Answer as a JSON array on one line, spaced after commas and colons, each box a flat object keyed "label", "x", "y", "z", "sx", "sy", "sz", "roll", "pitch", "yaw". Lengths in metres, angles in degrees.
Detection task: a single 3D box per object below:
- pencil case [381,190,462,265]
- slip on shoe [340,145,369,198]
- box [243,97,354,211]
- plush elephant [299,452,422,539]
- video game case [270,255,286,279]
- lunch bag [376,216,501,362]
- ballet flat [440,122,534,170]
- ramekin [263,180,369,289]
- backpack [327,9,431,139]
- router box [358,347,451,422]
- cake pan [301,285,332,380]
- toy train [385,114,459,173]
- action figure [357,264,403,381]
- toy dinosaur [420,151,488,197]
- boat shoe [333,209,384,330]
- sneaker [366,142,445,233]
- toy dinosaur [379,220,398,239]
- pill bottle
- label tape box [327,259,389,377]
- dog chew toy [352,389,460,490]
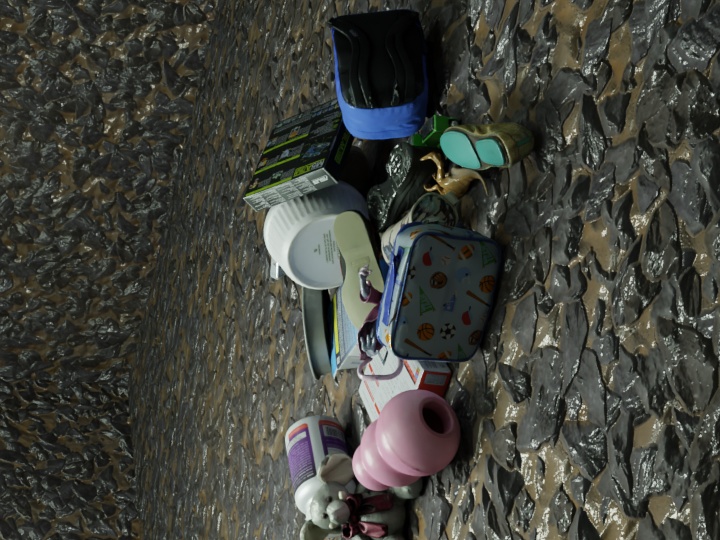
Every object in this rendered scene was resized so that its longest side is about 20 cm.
[{"label": "pencil case", "x": 0.090, "y": -0.058, "z": 1.665, "sx": 0.078, "sy": 0.089, "sz": 0.200, "roll": 56, "pitch": 162, "yaw": 3}, {"label": "slip on shoe", "x": -0.025, "y": -0.133, "z": 2.025, "sx": 0.061, "sy": 0.076, "sz": 0.201, "roll": -105, "pitch": 26, "yaw": -58}, {"label": "box", "x": -0.098, "y": -0.209, "z": 1.907, "sx": 0.199, "sy": 0.048, "sz": 0.194, "roll": -16, "pitch": 44, "yaw": 38}, {"label": "plush elephant", "x": -0.008, "y": 0.378, "z": 1.706, "sx": 0.200, "sy": 0.154, "sz": 0.166, "roll": -175, "pitch": 91, "yaw": -69}, {"label": "video game case", "x": -0.096, "y": -0.100, "z": 2.043, "sx": 0.023, "sy": 0.200, "sz": 0.183, "roll": 25, "pitch": 127, "yaw": 26}, {"label": "lunch bag", "x": 0.105, "y": 0.027, "z": 1.514, "sx": 0.076, "sy": 0.159, "sz": 0.201, "roll": -140, "pitch": 59, "yaw": -65}, {"label": "ballet flat", "x": 0.181, "y": -0.178, "z": 1.517, "sx": 0.200, "sy": 0.070, "sz": 0.071, "roll": -160, "pitch": 78, "yaw": -68}, {"label": "ramekin", "x": -0.067, "y": -0.057, "z": 1.936, "sx": 0.094, "sy": 0.201, "sz": 0.203, "roll": -116, "pitch": 38, "yaw": -53}, {"label": "backpack", "x": 0.041, "y": -0.312, "z": 1.805, "sx": 0.168, "sy": 0.161, "sz": 0.201, "roll": 75, "pitch": -174, "yaw": -57}, {"label": "router box", "x": 0.066, "y": 0.177, "z": 1.725, "sx": 0.200, "sy": 0.049, "sz": 0.180, "roll": -117, "pitch": 39, "yaw": -56}, {"label": "cake pan", "x": -0.076, "y": 0.104, "z": 2.029, "sx": 0.200, "sy": 0.036, "sz": 0.202, "roll": -7, "pitch": -90, "yaw": -85}, {"label": "toy train", "x": 0.098, "y": -0.196, "z": 1.749, "sx": 0.200, "sy": 0.056, "sz": 0.042, "roll": 140, "pitch": 133, "yaw": -60}, {"label": "action figure", "x": 0.063, "y": 0.064, "z": 1.667, "sx": 0.200, "sy": 0.133, "sz": 0.150, "roll": -77, "pitch": -12, "yaw": -68}, {"label": "toy dinosaur", "x": 0.147, "y": -0.140, "z": 1.628, "sx": 0.107, "sy": 0.060, "sz": 0.200, "roll": 64, "pitch": 158, "yaw": 4}, {"label": "boat shoe", "x": 0.003, "y": 0.000, "z": 1.777, "sx": 0.063, "sy": 0.073, "sz": 0.203, "roll": -26, "pitch": -75, "yaw": -77}, {"label": "sneaker", "x": 0.074, "y": -0.126, "z": 1.741, "sx": 0.200, "sy": 0.090, "sz": 0.076, "roll": -55, "pitch": 45, "yaw": 50}, {"label": "toy dinosaur", "x": 0.049, "y": -0.087, "z": 1.865, "sx": 0.200, "sy": 0.047, "sz": 0.089, "roll": -122, "pitch": 36, "yaw": -64}, {"label": "pill bottle", "x": -0.068, "y": 0.368, "z": 1.930, "sx": 0.201, "sy": 0.111, "sz": 0.112, "roll": -105, "pitch": 30, "yaw": -45}, {"label": "label tape box", "x": -0.001, "y": 0.088, "z": 1.911, "sx": 0.200, "sy": 0.066, "sz": 0.144, "roll": 120, "pitch": 150, "yaw": -57}, {"label": "dog chew toy", "x": 0.058, "y": 0.259, "z": 1.590, "sx": 0.200, "sy": 0.124, "sz": 0.125, "roll": -46, "pitch": 41, "yaw": 43}]
